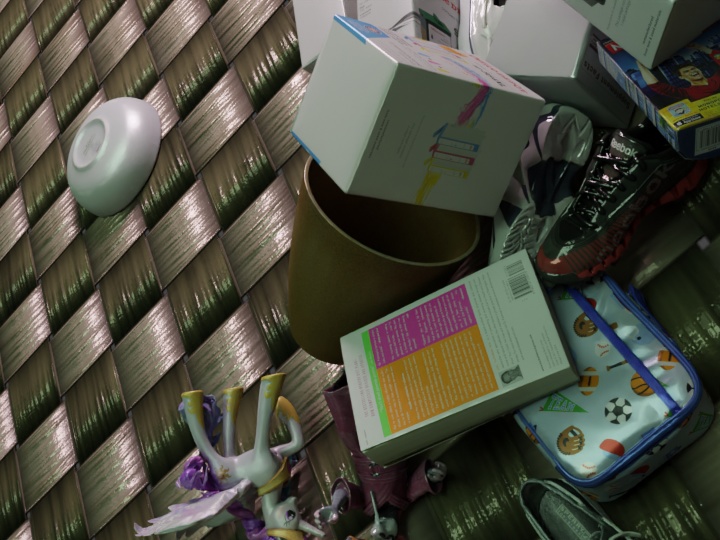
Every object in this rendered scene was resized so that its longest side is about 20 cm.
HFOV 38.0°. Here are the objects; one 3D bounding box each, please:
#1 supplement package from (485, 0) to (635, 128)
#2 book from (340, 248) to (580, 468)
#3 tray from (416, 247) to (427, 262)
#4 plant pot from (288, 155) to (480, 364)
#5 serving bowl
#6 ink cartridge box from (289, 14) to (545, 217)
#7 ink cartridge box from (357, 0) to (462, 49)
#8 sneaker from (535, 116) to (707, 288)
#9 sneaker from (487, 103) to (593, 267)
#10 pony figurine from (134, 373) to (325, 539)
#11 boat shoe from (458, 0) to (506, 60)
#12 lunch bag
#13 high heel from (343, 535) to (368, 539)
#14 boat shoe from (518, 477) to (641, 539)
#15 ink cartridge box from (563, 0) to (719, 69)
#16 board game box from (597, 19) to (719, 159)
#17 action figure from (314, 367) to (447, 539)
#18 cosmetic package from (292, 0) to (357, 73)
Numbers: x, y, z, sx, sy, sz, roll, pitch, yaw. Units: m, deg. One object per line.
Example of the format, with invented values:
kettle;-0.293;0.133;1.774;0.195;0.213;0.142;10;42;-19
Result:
supplement package;0.227;-0.261;1.061;0.117;0.117;0.201;14;81;45
book;0.084;0.078;0.956;0.199;0.048;0.134;-26;52;15
tray;0.040;-0.078;1.213;0.098;0.037;0.201;-23;57;35
plant pot;0.000;0.000;1.087;0.187;0.186;0.200;64;142;39
serving bowl;-0.404;-0.189;1.659;0.199;0.066;0.201;-18;61;36
ink cartridge box;0.062;-0.141;0.984;0.129;0.199;0.126;48;124;47
ink cartridge box;0.072;-0.220;1.167;0.084;0.146;0.201;-21;59;35
sneaker;0.228;-0.071;0.948;0.200;0.098;0.071;-41;46;-9
sneaker;0.156;-0.078;1.080;0.130;0.079;0.200;32;114;61
pony figurine;-0.143;0.231;1.169;0.192;0.167;0.201;-12;79;10
boat shoe;0.156;-0.268;1.170;0.066;0.072;0.201;-26;47;38
lunch bag;0.210;0.092;0.943;0.160;0.076;0.200;-41;49;9
high heel;-0.056;0.284;1.040;0.199;0.143;0.072;9;49;29
boat shoe;0.208;0.245;0.885;0.074;0.068;0.199;-51;45;13
ink cartridge box;0.237;-0.293;0.915;0.145;0.084;0.200;-35;65;-19
board game box;0.323;-0.185;0.926;0.199;0.062;0.200;-18;42;-3
action figure;0.013;0.191;1.071;0.149;0.133;0.201;-135;41;-82
cosmetic package;-0.022;-0.330;1.335;0.085;0.107;0.201;-29;53;31
